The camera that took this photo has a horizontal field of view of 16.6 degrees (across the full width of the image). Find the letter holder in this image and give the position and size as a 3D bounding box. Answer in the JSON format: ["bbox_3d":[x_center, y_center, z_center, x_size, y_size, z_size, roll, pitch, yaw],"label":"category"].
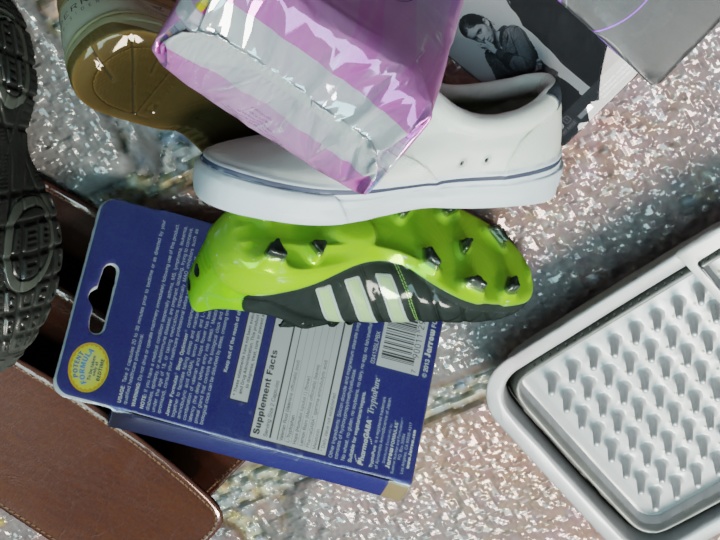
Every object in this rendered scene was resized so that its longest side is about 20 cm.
[{"bbox_3d":[-0.151,0.061,1.366,0.200,0.101,0.142,36,116,-18],"label":"letter holder"}]

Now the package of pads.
[{"bbox_3d":[-0.015,-0.134,1.144,0.120,0.201,0.076,36,124,-14],"label":"package of pads"}]

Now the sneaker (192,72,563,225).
[{"bbox_3d":[0.010,-0.069,1.248,0.199,0.073,0.071,-6,115,-22],"label":"sneaker"}]

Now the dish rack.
[{"bbox_3d":[0.187,0.061,1.376,0.199,0.044,0.172,-33,116,22],"label":"dish rack"}]

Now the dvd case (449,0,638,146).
[{"bbox_3d":[0.079,-0.172,1.244,0.200,0.025,0.150,37,118,-18],"label":"dvd case"}]

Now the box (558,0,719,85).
[{"bbox_3d":[0.155,-0.209,1.148,0.122,0.106,0.200,39,105,-20],"label":"box"}]

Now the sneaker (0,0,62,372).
[{"bbox_3d":[-0.212,-0.044,1.292,0.090,0.076,0.202,-7,85,21],"label":"sneaker"}]

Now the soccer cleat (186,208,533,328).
[{"bbox_3d":[0.000,0.000,1.317,0.199,0.068,0.081,7,147,-32],"label":"soccer cleat"}]

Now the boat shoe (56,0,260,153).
[{"bbox_3d":[-0.075,-0.101,1.256,0.074,0.067,0.200,-40,143,20],"label":"boat shoe"}]

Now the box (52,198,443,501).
[{"bbox_3d":[-0.059,0.041,1.338,0.199,0.122,0.032,16,156,-7],"label":"box"}]
